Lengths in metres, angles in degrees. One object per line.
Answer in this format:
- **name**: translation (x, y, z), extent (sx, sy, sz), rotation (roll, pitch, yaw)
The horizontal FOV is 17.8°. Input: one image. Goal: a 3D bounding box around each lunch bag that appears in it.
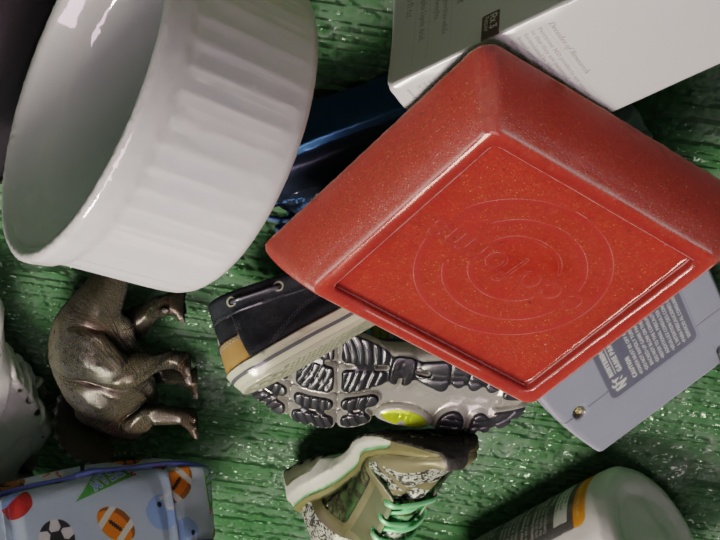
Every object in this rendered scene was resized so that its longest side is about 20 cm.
- **lunch bag**: translation (-0.194, 0.170, 1.487), extent (0.198, 0.076, 0.160), rotation (-3, 171, -28)

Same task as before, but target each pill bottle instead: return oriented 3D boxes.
- **pill bottle**: translation (0.123, 0.222, 1.553), extent (0.199, 0.117, 0.116), rotation (-32, 124, 32)

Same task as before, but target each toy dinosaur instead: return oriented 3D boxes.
- **toy dinosaur**: translation (-0.155, 0.060, 1.443), extent (0.101, 0.077, 0.201), rotation (-5, 137, 0)

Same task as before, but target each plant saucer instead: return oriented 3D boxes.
- **plant saucer**: translation (0.081, -0.009, 1.237), extent (0.199, 0.037, 0.200), rotation (28, 133, -25)

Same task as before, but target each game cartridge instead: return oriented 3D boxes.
- **game cartridge**: translation (0.139, 0.011, 1.356), extent (0.133, 0.042, 0.201), rotation (-33, 129, -4)

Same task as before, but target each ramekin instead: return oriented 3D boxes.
- **ramekin**: translation (-0.105, -0.085, 1.215), extent (0.097, 0.202, 0.201), rotation (20, 133, -25)

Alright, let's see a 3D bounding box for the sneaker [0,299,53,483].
- **sneaker**: translation (-0.239, 0.076, 1.482), extent (0.086, 0.075, 0.201), rotation (0, 143, -13)

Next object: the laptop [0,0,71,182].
- **laptop**: translation (-0.285, -0.120, 1.323), extent (0.187, 0.117, 0.199), rotation (32, 157, -24)

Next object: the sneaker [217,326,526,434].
- **sneaker**: translation (0.008, 0.051, 1.417), extent (0.198, 0.080, 0.078), rotation (11, 124, -12)

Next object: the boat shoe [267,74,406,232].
- **boat shoe**: translation (-0.023, -0.054, 1.313), extent (0.198, 0.084, 0.069), rotation (-14, 121, 20)

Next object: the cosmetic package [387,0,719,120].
- **cosmetic package**: translation (0.118, -0.144, 1.197), extent (0.199, 0.113, 0.081), rotation (-26, 128, 25)

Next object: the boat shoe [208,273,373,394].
- **boat shoe**: translation (0.000, 0.000, 1.339), extent (0.199, 0.063, 0.075), rotation (-29, 170, -16)

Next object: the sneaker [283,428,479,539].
- **sneaker**: translation (0.020, 0.152, 1.470), extent (0.076, 0.089, 0.200), rotation (-4, 166, -28)
